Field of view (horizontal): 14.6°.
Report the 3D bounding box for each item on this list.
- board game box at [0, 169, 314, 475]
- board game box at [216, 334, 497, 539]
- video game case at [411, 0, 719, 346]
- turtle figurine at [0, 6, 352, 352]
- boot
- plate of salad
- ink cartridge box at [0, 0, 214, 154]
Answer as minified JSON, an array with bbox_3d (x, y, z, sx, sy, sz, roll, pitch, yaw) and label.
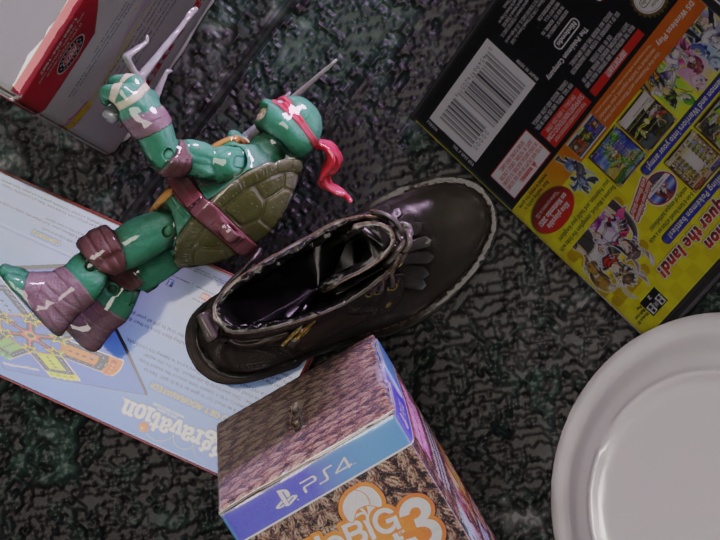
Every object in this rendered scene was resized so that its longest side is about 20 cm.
[{"bbox_3d":[-0.127,0.031,1.510,0.200,0.019,0.103,24,87,7],"label":"board game box"},{"bbox_3d":[0.020,0.155,1.391,0.097,0.159,0.200,-30,101,3],"label":"board game box"},{"bbox_3d":[0.136,-0.079,1.421,0.181,0.200,0.026,44,47,7],"label":"video game case"},{"bbox_3d":[-0.088,-0.045,1.434,0.200,0.150,0.101,-43,58,1],"label":"turtle figurine"},{"bbox_3d":[0.000,0.000,1.409,0.200,0.174,0.069,-29,87,-15],"label":"boot"},{"bbox_3d":[0.192,0.121,1.446,0.200,0.048,0.200,0,90,31],"label":"plate of salad"},{"bbox_3d":[-0.144,-0.150,1.434,0.083,0.200,0.146,32,89,10],"label":"ink cartridge box"}]
